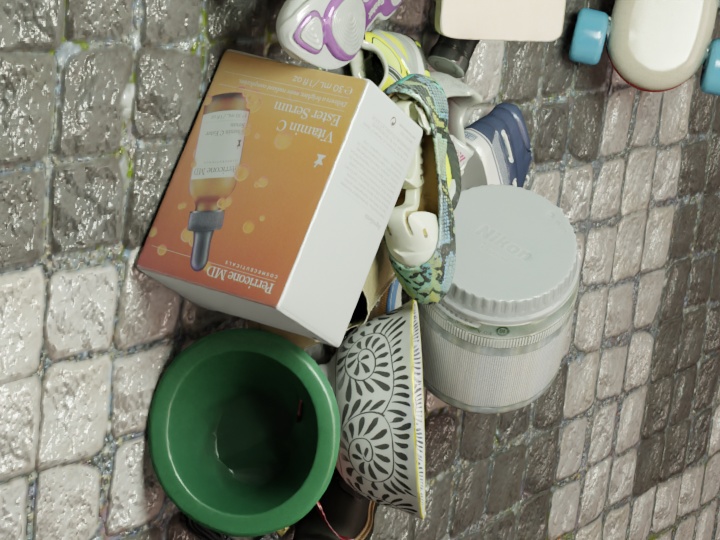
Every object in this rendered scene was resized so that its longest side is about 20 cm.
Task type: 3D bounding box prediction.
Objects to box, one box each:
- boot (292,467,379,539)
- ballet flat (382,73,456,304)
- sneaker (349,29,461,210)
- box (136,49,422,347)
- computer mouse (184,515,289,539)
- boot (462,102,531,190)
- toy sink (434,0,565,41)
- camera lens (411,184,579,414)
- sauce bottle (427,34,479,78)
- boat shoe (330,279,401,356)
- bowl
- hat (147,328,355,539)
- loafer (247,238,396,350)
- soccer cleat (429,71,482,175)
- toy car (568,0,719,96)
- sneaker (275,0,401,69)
[{"bbox_3d":[-0.025,0.181,1.670,0.200,0.077,0.139,-57,141,-49],"label":"boot"},{"bbox_3d":[0.041,-0.068,1.493,0.074,0.074,0.201,-8,94,-55],"label":"ballet flat"},{"bbox_3d":[0.030,-0.127,1.566,0.076,0.075,0.200,7,56,-46],"label":"sneaker"},{"bbox_3d":[-0.065,-0.060,1.424,0.106,0.152,0.200,37,71,-57],"label":"box"},{"bbox_3d":[-0.076,0.192,1.607,0.200,0.046,0.141,-54,141,-30],"label":"computer mouse"},{"bbox_3d":[0.149,-0.072,1.817,0.090,0.073,0.200,-38,132,-36],"label":"boot"},{"bbox_3d":[0.114,-0.317,1.593,0.130,0.112,0.201,-2,104,-23],"label":"toy sink"},{"bbox_3d":[0.129,0.033,1.713,0.160,0.160,0.200,-51,160,-32],"label":"camera lens"},{"bbox_3d":[0.122,-0.283,1.701,0.200,0.065,0.065,-63,146,-16],"label":"sauce bottle"},{"bbox_3d":[0.000,0.000,1.622,0.072,0.072,0.201,-34,130,-44],"label":"boat shoe"},{"bbox_3d":[0.009,0.127,1.583,0.201,0.094,0.201,-2,90,-87],"label":"bowl"},{"bbox_3d":[-0.087,0.146,1.536,0.176,0.165,0.201,-13,110,-81],"label":"hat"},{"bbox_3d":[-0.013,0.016,1.520,0.200,0.067,0.076,-42,126,-37],"label":"loafer"},{"bbox_3d":[0.059,-0.092,1.661,0.070,0.086,0.201,13,92,-58],"label":"soccer cleat"},{"bbox_3d":[0.340,-0.287,1.979,0.200,0.184,0.177,-19,122,-85],"label":"toy car"},{"bbox_3d":[-0.035,-0.222,1.441,0.200,0.099,0.075,-46,144,-57],"label":"sneaker"}]
